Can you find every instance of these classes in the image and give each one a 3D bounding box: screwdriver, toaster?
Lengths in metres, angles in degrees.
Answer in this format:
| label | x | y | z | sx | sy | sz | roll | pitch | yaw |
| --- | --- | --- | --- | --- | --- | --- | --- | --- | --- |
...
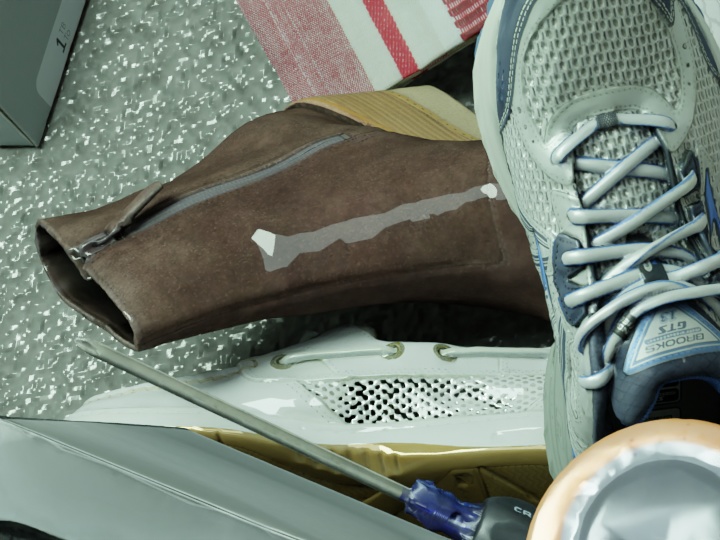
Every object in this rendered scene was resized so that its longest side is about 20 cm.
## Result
| label | x | y | z | sx | sy | sz | roll | pitch | yaw |
| --- | --- | --- | --- | --- | --- | --- | --- | --- | --- |
| screwdriver | 0.002 | 0.061 | 0.791 | 0.199 | 0.028 | 0.029 | 29 | 49 | -2 |
| toaster | -0.063 | 0.144 | 0.723 | 0.118 | 0.200 | 0.182 | 20 | 90 | 16 |

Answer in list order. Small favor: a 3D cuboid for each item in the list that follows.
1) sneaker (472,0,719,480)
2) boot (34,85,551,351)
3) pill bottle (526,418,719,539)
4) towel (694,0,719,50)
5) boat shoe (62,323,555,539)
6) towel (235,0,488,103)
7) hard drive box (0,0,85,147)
| label | x | y | z | sx | sy | sz | roll | pitch | yaw |
| --- | --- | --- | --- | --- | --- | --- | --- | --- | --- |
| sneaker | 0.085 | 0.002 | 0.718 | 0.077 | 0.201 | 0.085 | -15 | 22 | -2 |
| boot | 0.000 | 0.000 | 0.826 | 0.166 | 0.073 | 0.200 | -22 | 29 | -24 |
| pill bottle | 0.107 | 0.113 | 0.667 | 0.106 | 0.200 | 0.107 | -12 | 56 | 19 |
| towel | 0.147 | -0.041 | 0.715 | 0.032 | 0.200 | 0.192 | -27 | 79 | -24 |
| boat shoe | -0.005 | 0.053 | 0.842 | 0.198 | 0.071 | 0.070 | 1 | 48 | 10 |
| towel | 0.025 | -0.156 | 0.899 | 0.199 | 0.023 | 0.145 | -30 | 87 | 30 |
| hard drive box | -0.214 | -0.135 | 1.049 | 0.199 | 0.077 | 0.157 | 2 | 62 | 27 |
